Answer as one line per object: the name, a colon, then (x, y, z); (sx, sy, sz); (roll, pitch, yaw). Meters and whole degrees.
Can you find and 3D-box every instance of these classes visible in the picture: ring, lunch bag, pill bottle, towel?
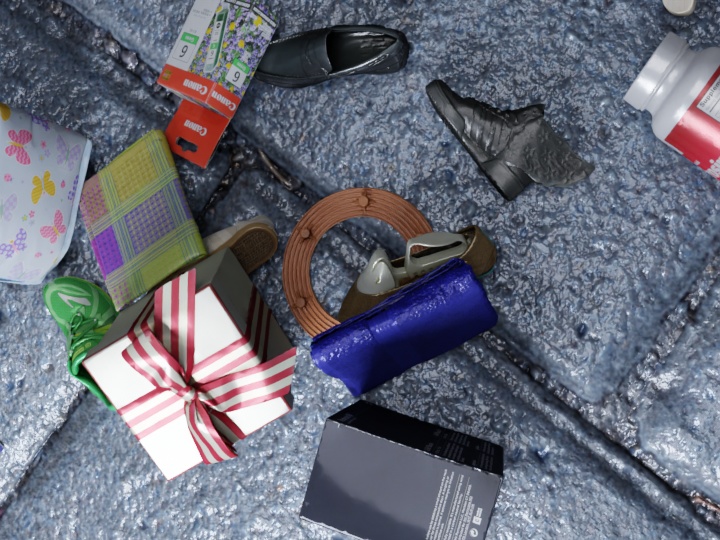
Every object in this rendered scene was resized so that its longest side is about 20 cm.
ring: (0.000, 0.000, 1.003); (0.197, 0.019, 0.204); (-1, 87, 10)
lunch bag: (-0.436, -0.090, 1.003); (0.125, 0.169, 0.203); (8, 87, 26)
pill bottle: (0.390, -0.165, 0.898); (0.199, 0.112, 0.113); (38, 93, 11)
towel: (-0.270, -0.066, 1.020); (0.143, 0.023, 0.202); (-32, 63, 12)
towel: (0.050, 0.064, 0.930); (0.198, 0.148, 0.050); (-27, 62, 7)

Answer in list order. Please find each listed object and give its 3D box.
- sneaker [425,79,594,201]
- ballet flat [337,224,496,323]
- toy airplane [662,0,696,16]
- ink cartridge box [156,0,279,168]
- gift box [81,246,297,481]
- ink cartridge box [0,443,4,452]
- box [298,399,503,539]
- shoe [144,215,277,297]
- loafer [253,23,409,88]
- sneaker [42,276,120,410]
sneaker: (0.171, -0.162, 0.966); (0.104, 0.060, 0.201); (-38, 86, 7)
ballet flat: (0.056, -0.001, 0.943); (0.197, 0.073, 0.068); (-20, 39, 7)
toy airplane: (0.358, -0.410, 0.906); (0.199, 0.141, 0.201); (-41, 81, 6)
ink cartridge box: (-0.189, -0.238, 1.017); (0.108, 0.050, 0.202); (27, 90, 38)
gift box: (-0.171, 0.087, 0.916); (0.199, 0.187, 0.185); (-34, 105, 9)
ink cartridge box: (-0.559, 0.270, 1.074); (0.099, 0.039, 0.201); (41, 93, 11)
box: (0.052, 0.221, 0.886); (0.179, 0.200, 0.106); (17, 90, 11)
shoe: (-0.184, -0.001, 1.023); (0.198, 0.070, 0.054); (-32, 36, 9)
loafer: (-0.041, -0.263, 1.002); (0.197, 0.070, 0.069); (-3, 85, 10)
sneaker: (-0.324, 0.087, 1.021); (0.074, 0.084, 0.201); (-39, 80, 5)
